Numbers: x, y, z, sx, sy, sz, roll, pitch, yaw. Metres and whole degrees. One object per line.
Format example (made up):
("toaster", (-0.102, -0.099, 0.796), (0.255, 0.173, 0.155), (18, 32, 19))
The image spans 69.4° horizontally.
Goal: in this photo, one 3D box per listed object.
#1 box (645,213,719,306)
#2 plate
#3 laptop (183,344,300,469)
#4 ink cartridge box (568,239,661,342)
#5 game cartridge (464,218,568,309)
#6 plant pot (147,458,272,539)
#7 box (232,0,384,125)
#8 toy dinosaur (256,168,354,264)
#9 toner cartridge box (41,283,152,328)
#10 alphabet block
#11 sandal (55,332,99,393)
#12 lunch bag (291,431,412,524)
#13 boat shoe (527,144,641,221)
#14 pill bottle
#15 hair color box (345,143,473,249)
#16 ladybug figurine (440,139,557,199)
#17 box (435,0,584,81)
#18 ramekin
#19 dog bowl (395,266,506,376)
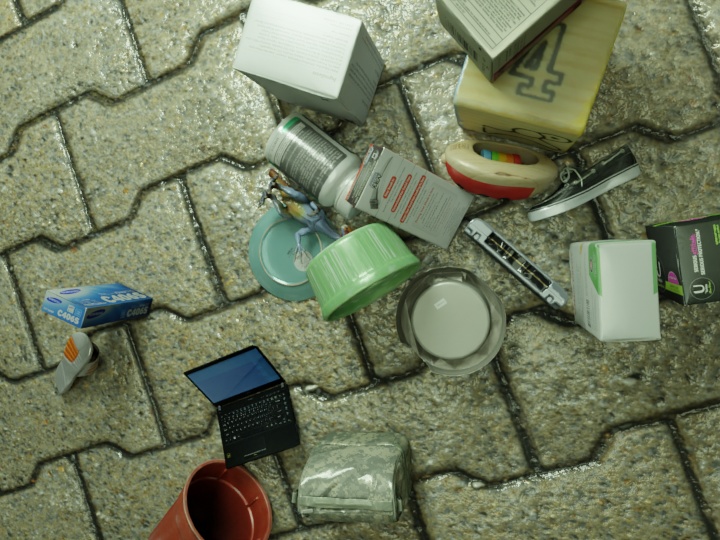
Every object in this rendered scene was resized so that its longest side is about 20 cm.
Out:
("box", (0.579, -0.027, 0.812), (0.199, 0.149, 0.125), (-8, 93, 13))
("plate", (-0.138, -0.037, 1.047), (0.199, 0.026, 0.201), (1, 93, 13))
("laptop", (-0.240, 0.278, 1.048), (0.177, 0.103, 0.201), (-22, 68, 14))
("ink cartridge box", (0.399, 0.024, 0.834), (0.087, 0.200, 0.146), (-4, 92, 10))
("game cartridge", (0.263, -0.015, 0.896), (0.200, 0.133, 0.040), (42, 95, 7))
("plant pot", (-0.318, 0.525, 1.051), (0.201, 0.201, 0.195), (46, 110, 7))
("box", (-0.083, -0.365, 0.921), (0.199, 0.199, 0.131), (21, 98, 11))
("toy dinosaur", (-0.094, -0.117, 0.990), (0.181, 0.201, 0.105), (24, 134, -20))
("toner cartridge box", (-0.526, 0.067, 1.056), (0.095, 0.200, 0.043), (20, 97, 11))
("alphabet block", (0.277, -0.320, 0.844), (0.199, 0.195, 0.197), (18, 99, 11))
("sandal", (-0.627, 0.204, 1.167), (0.207, 0.059, 0.079), (-44, 66, 33))
("lunch bag", (-0.010, 0.395, 0.971), (0.199, 0.168, 0.140), (-3, 93, 14))
("boat shoe", (0.373, -0.150, 0.891), (0.199, 0.074, 0.068), (-26, 92, 13))
("pill bottle", (-0.070, -0.193, 0.975), (0.200, 0.113, 0.113), (39, 101, 9))
("hair color box", (0.087, -0.128, 0.916), (0.199, 0.064, 0.111), (22, 100, -27))
("ladybug figurine", (0.235, -0.172, 0.902), (0.199, 0.136, 0.072), (10, 126, 2))
("box", (0.217, -0.382, 0.702), (0.200, 0.109, 0.128), (-39, 84, 12))
("ramekin", (0.000, 0.000, 0.932), (0.200, 0.200, 0.098), (-33, 79, 13))
("dog bowl", (0.167, 0.090, 0.965), (0.199, 0.059, 0.201), (1, 93, 13))
